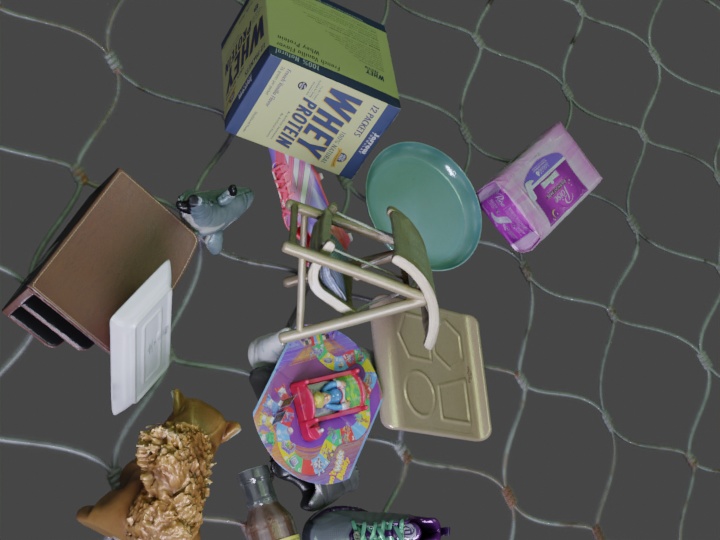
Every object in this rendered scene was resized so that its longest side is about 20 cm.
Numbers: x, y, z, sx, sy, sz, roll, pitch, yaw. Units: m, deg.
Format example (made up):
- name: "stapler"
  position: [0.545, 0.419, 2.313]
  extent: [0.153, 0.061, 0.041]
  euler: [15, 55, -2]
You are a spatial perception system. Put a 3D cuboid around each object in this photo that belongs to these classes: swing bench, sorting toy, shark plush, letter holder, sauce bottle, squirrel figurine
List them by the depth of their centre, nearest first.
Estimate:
- name: "squirrel figurine"
  position: [-0.206, 0.230, 1.483]
  extent: [0.141, 0.200, 0.187]
  euler: [33, 69, -8]
- name: "letter holder"
  position: [-0.305, 0.005, 1.579]
  extent: [0.142, 0.100, 0.200]
  euler: [40, 55, -14]
- name: "sauce bottle"
  position: [-0.101, 0.336, 1.590]
  extent: [0.064, 0.065, 0.201]
  euler: [-8, 75, -34]
- name: "shark plush"
  position: [-0.190, -0.091, 1.649]
  extent: [0.083, 0.200, 0.091]
  euler: [-29, 74, 5]
- name: "swing bench"
  position: [0.000, 0.000, 1.657]
  extent: [0.199, 0.199, 0.130]
  euler: [2, 110, -3]
- name: "sorting toy"
  position: [0.093, 0.137, 1.796]
  extent: [0.199, 0.036, 0.186]
  euler: [12, 64, -41]

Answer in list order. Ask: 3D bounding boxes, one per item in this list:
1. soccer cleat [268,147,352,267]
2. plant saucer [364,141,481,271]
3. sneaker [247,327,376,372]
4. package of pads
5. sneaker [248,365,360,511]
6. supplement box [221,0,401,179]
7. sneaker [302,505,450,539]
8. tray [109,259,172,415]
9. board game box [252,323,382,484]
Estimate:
- name: "soccer cleat"
  position: [-0.084, -0.100, 1.785]
  extent: [0.076, 0.067, 0.201]
  euler: [-26, 85, -22]
- name: "plant saucer"
  position: [0.087, -0.090, 1.908]
  extent: [0.199, 0.027, 0.201]
  euler: [13, 64, -28]
- name: "sneaker"
  position: [-0.042, 0.118, 1.709]
  extent: [0.200, 0.080, 0.071]
  euler: [11, 63, -30]
- name: "package of pads"
  position: [0.275, -0.127, 2.010]
  extent: [0.121, 0.076, 0.200]
  euler: [51, 53, -3]
- name: "sneaker"
  position: [-0.084, 0.212, 1.650]
  extent: [0.091, 0.076, 0.200]
  euler: [-35, 89, -31]
- name: "supplement box"
  position: [-0.071, -0.262, 1.771]
  extent: [0.199, 0.134, 0.200]
  euler: [19, 38, -24]
- name: "sneaker"
  position: [0.020, 0.323, 1.634]
  extent: [0.199, 0.087, 0.075]
  euler: [7, 68, -45]
- name: "tray"
  position: [-0.249, 0.084, 1.525]
  extent: [0.022, 0.200, 0.107]
  euler: [29, 53, 13]
- name: "board game box"
  position: [-0.038, 0.162, 1.624]
  extent: [0.158, 0.039, 0.201]
  euler: [39, 57, -21]
